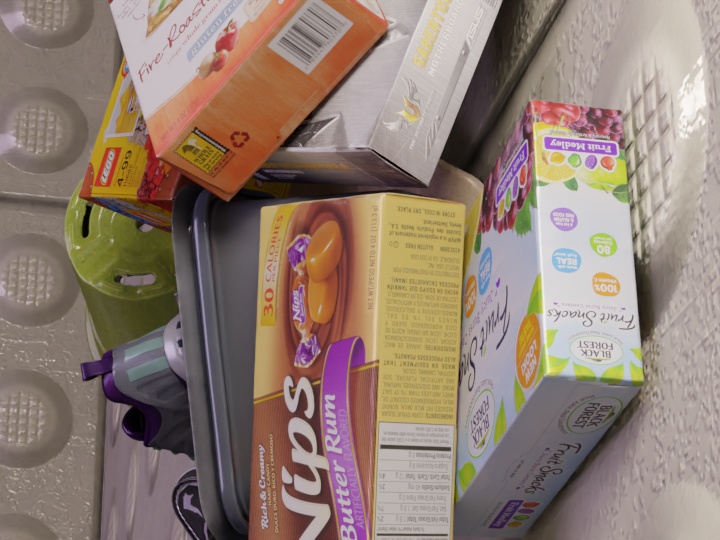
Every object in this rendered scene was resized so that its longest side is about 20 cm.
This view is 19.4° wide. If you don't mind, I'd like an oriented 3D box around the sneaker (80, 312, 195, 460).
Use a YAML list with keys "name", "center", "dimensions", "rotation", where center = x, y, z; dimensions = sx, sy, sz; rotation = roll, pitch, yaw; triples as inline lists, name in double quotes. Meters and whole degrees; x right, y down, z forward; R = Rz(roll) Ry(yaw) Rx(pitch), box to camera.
- name: "sneaker"
  center: [-0.091, 0.091, 1.281]
  dimensions: [0.200, 0.087, 0.075]
  rotation: [56, -156, -47]

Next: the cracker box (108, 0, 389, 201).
- name: "cracker box"
  center: [-0.070, -0.151, 1.173]
  dimensions: [0.134, 0.057, 0.201]
  rotation: [-46, 35, 18]

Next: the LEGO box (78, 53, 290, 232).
- name: "LEGO box"
  center: [-0.089, -0.127, 1.334]
  dimensions: [0.149, 0.077, 0.202]
  rotation: [4, 75, 60]

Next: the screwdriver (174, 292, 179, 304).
- name: "screwdriver"
  center: [-0.077, 0.056, 1.313]
  dimensions: [0.200, 0.028, 0.029]
  rotation: [58, -163, -52]

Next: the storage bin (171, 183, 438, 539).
- name: "storage bin"
  center: [-0.010, 0.045, 1.193]
  dimensions: [0.145, 0.133, 0.202]
  rotation: [8, -104, -67]

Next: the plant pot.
- name: "plant pot"
  center: [-0.141, -0.005, 1.601]
  dimensions: [0.190, 0.198, 0.202]
  rotation: [64, -155, -66]

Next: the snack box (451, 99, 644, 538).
- name: "snack box"
  center: [0.080, 0.031, 1.027]
  dimensions: [0.200, 0.052, 0.144]
  rotation: [114, 157, -60]

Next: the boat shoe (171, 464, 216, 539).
- name: "boat shoe"
  center: [-0.062, 0.184, 1.331]
  dimensions: [0.200, 0.066, 0.070]
  rotation: [37, 110, 35]

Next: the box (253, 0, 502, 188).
- name: "box"
  center: [0.009, -0.145, 1.161]
  dimensions: [0.158, 0.048, 0.202]
  rotation: [5, 69, 54]

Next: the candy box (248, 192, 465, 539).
- name: "candy box"
  center: [-0.004, 0.066, 1.069]
  dimensions: [0.116, 0.056, 0.202]
  rotation: [-2, 83, 55]

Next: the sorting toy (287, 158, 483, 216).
- name: "sorting toy"
  center: [0.000, 0.000, 1.300]
  dimensions: [0.200, 0.036, 0.187]
  rotation: [32, 115, 48]
